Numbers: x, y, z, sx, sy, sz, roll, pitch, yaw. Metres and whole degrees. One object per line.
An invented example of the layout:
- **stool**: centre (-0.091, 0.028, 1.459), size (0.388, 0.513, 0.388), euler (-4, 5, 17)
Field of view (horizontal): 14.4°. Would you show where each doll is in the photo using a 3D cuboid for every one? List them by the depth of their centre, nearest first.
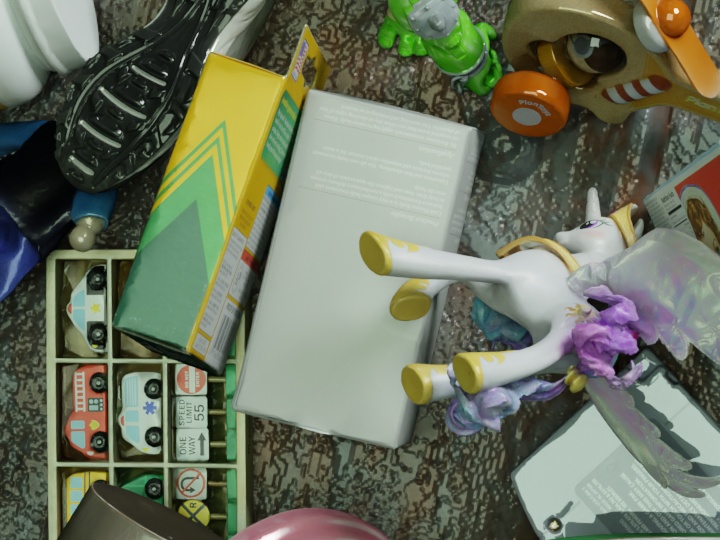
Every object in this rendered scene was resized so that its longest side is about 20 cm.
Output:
- **doll**: centre (-0.209, -0.041, 1.741), size (0.200, 0.048, 0.136), euler (-45, 54, -3)

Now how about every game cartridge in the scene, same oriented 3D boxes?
- **game cartridge**: centre (0.190, 0.163, 1.697), size (0.133, 0.040, 0.200), euler (-42, 83, 2)

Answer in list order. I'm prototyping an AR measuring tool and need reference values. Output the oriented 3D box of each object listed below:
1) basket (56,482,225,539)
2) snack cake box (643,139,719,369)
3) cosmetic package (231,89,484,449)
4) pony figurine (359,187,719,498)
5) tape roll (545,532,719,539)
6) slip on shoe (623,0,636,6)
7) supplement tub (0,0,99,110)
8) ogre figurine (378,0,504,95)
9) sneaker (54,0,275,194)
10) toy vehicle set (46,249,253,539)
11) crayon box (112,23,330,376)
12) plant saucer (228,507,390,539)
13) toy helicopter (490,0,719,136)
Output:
- **basket**: centre (-0.155, 0.238, 1.669), size (0.136, 0.180, 0.200), euler (29, 94, 19)
- **snack cake box**: centre (0.230, -0.017, 1.607), size (0.067, 0.200, 0.115), euler (-22, 86, -9)
- **cosmetic package**: centre (0.000, 0.000, 1.703), size (0.107, 0.090, 0.200), euler (15, 94, 8)
- **pony figurine**: centre (0.121, 0.031, 1.615), size (0.193, 0.200, 0.167), euler (52, 141, 34)
- **tape roll**: centre (0.193, 0.176, 1.577), size (0.200, 0.200, 0.048), euler (0, 90, 8)
- **slip on shoe**: centre (0.109, -0.233, 1.702), size (0.061, 0.074, 0.200), euler (-40, 89, -26)
- **supplement tub**: centre (-0.272, -0.154, 1.713), size (0.200, 0.145, 0.145), euler (-16, 87, 7)
- **ogre figurine**: centre (0.017, -0.199, 1.686), size (0.098, 0.120, 0.200), euler (-12, 87, 8)
- **sneaker**: centre (-0.106, -0.125, 1.709), size (0.074, 0.079, 0.200), euler (34, 81, 18)
- **toy vehicle set**: centre (-0.129, 0.087, 1.747), size (0.124, 0.027, 0.200), euler (-1, 89, 8)
- **crayon box**: centre (-0.080, -0.046, 1.670), size (0.052, 0.126, 0.200), euler (19, 84, 8)
- **plant saucer**: centre (-0.035, 0.239, 1.652), size (0.051, 0.200, 0.201), euler (22, 92, 46)
- **toy helicopter**: centre (0.181, -0.120, 1.666), size (0.200, 0.132, 0.079), euler (20, 59, -9)
